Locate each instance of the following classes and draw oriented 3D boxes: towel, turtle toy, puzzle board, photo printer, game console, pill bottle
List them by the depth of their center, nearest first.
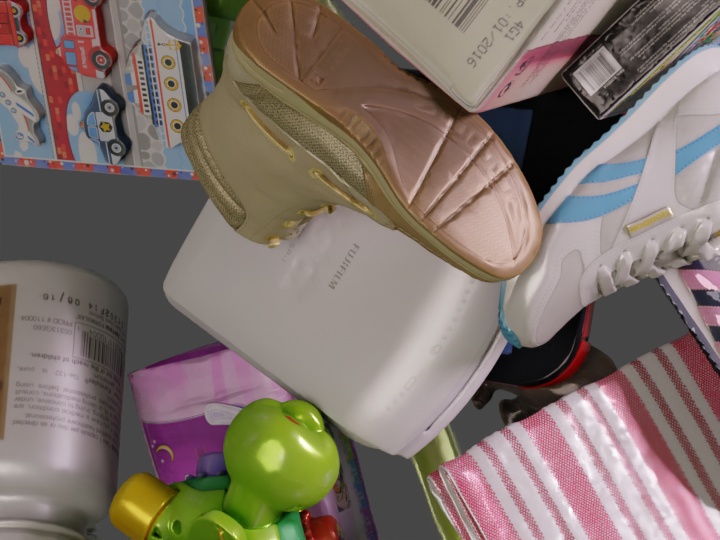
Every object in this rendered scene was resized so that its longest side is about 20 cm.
[{"bbox_3d":[0.152,0.134,1.490,0.147,0.200,0.030,62,159,5],"label":"towel"},{"bbox_3d":[0.000,0.000,1.514,0.200,0.069,0.167,36,98,30],"label":"photo printer"},{"bbox_3d":[-0.065,0.156,1.520,0.146,0.101,0.200,33,138,14],"label":"turtle toy"},{"bbox_3d":[-0.159,-0.143,1.523,0.150,0.017,0.200,6,123,20],"label":"puzzle board"},{"bbox_3d":[0.053,-0.028,1.543,0.200,0.031,0.177,8,90,30],"label":"game console"},{"bbox_3d":[-0.203,0.104,1.599,0.114,0.114,0.200,-11,64,26],"label":"pill bottle"}]

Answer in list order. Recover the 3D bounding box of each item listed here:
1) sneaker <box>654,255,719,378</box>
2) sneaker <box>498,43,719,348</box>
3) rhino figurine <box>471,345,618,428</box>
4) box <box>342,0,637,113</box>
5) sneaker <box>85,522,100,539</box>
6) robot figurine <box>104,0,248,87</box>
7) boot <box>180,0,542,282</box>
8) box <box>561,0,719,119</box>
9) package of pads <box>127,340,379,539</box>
[{"bbox_3d":[0.227,0.025,1.478,0.082,0.070,0.200,-33,84,5],"label":"sneaker"},{"bbox_3d":[0.154,-0.030,1.431,0.081,0.077,0.200,41,85,19],"label":"sneaker"},{"bbox_3d":[0.140,0.135,1.538,0.087,0.060,0.200,-26,83,25],"label":"rhino figurine"},{"bbox_3d":[0.083,-0.173,1.442,0.128,0.200,0.109,43,113,13],"label":"box"},{"bbox_3d":[-0.228,0.113,1.691,0.074,0.087,0.200,-14,92,26],"label":"sneaker"},{"bbox_3d":[-0.157,-0.163,1.601,0.200,0.116,0.176,15,98,22],"label":"robot figurine"},{"bbox_3d":[-0.005,-0.047,1.423,0.200,0.073,0.155,39,150,0],"label":"boot"},{"bbox_3d":[0.206,-0.164,1.437,0.200,0.110,0.035,-43,80,24],"label":"box"},{"bbox_3d":[-0.060,0.139,1.625,0.120,0.076,0.200,-15,92,23],"label":"package of pads"}]
